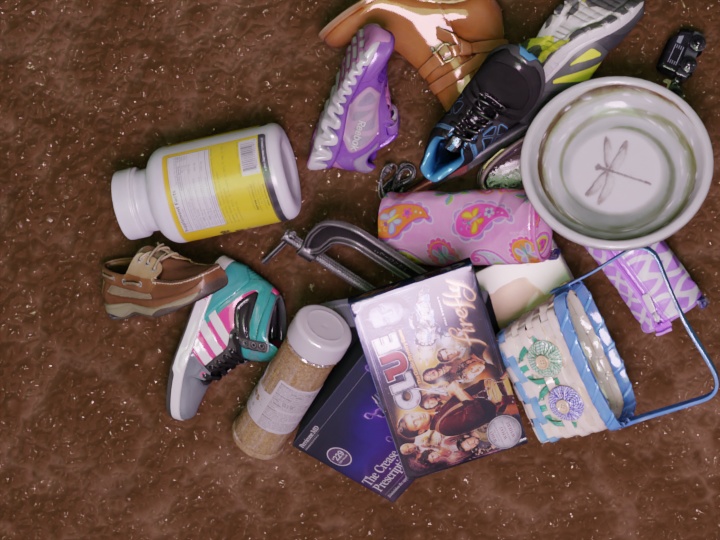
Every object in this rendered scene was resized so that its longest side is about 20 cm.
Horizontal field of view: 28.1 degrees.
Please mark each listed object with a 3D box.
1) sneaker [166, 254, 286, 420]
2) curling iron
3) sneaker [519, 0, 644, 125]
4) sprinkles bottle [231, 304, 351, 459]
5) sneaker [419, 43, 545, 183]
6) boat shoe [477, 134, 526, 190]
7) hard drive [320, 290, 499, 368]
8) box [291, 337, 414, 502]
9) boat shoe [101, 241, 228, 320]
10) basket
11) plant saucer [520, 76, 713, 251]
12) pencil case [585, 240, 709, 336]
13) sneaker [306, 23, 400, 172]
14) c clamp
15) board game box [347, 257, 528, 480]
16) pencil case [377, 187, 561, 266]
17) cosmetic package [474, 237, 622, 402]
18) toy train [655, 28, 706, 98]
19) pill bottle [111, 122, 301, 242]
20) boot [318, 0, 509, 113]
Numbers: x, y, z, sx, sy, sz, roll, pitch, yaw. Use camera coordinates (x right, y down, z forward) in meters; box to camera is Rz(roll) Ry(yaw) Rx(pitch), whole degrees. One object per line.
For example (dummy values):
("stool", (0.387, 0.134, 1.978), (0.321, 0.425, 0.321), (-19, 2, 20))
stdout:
("sneaker", (-0.142, 0.096, 1.671), (0.120, 0.084, 0.201), (21, 98, 14))
("curling iron", (0.109, -0.129, 1.639), (0.199, 0.026, 0.050), (-23, 98, 9))
("sneaker", (0.233, -0.239, 1.597), (0.200, 0.085, 0.075), (-35, 47, -6))
("sprinkles bottle", (-0.079, 0.128, 1.619), (0.068, 0.068, 0.200), (33, 126, 2))
("sneaker", (0.129, -0.161, 1.531), (0.073, 0.082, 0.200), (38, 143, 0))
("boat shoe", (0.221, -0.136, 1.608), (0.199, 0.060, 0.072), (-27, 91, 9))
("hard drive", (0.059, 0.087, 1.618), (0.199, 0.042, 0.135), (-5, 126, 20))
("box", (0.033, 0.150, 1.601), (0.141, 0.079, 0.200), (32, 131, -5))
("boat shoe", (-0.233, 0.009, 1.630), (0.199, 0.076, 0.074), (-9, 104, 44))
("basket", (0.255, 0.089, 1.517), (0.199, 0.139, 0.177), (-28, 91, 18))
("plant saucer", (0.269, -0.107, 1.520), (0.199, 0.050, 0.201), (-3, 68, 9))
("pencil case", (0.294, -0.020, 1.600), (0.200, 0.085, 0.084), (53, 134, 2))
("sneaker", (0.008, -0.183, 1.598), (0.088, 0.081, 0.200), (18, 133, -7))
("c clamp", (0.000, 0.000, 1.632), (0.200, 0.171, 0.027), (30, 60, -6))
("board game box", (0.080, 0.103, 1.490), (0.135, 0.035, 0.201), (-18, 101, 2))
("pencil case", (0.118, -0.049, 1.583), (0.199, 0.087, 0.088), (-2, 97, 26))
("cosmetic package", (0.214, 0.067, 1.627), (0.105, 0.071, 0.201), (-29, 92, 9))
("toy train", (0.323, -0.177, 1.577), (0.046, 0.034, 0.201), (24, 80, 6))
("pill bottle", (-0.175, -0.094, 1.635), (0.199, 0.112, 0.113), (-12, 95, 8))
("boot", (0.067, -0.248, 1.616), (0.199, 0.077, 0.156), (-23, 97, 2))
